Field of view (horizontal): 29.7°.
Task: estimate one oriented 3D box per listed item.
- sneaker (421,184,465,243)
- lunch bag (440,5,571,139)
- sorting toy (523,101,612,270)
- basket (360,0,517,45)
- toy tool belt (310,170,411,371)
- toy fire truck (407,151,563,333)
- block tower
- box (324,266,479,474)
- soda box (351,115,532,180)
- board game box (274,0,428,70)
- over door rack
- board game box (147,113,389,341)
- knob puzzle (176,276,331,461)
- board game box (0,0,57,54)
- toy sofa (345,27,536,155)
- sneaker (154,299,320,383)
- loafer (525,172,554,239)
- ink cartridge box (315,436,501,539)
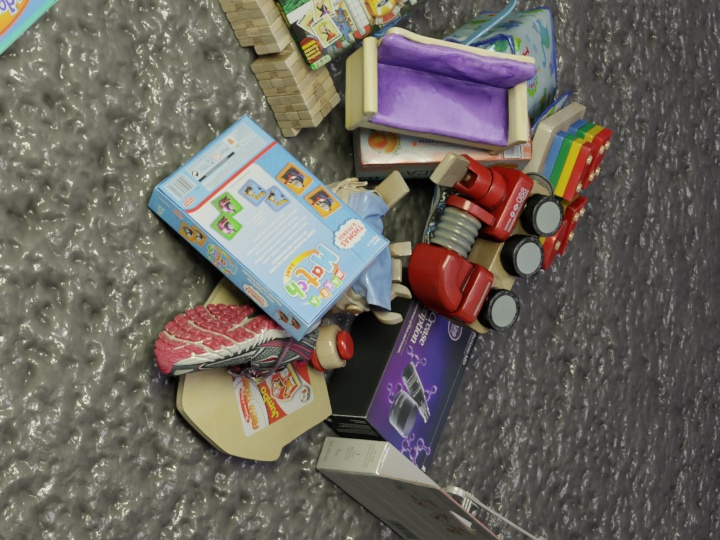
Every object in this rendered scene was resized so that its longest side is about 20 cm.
[{"bbox_3d":[0.115,-0.088,1.604,0.077,0.075,0.202,104,7,-82],"label":"sneaker"},{"bbox_3d":[0.183,-0.211,1.693,0.170,0.126,0.203,-40,127,-57],"label":"lunch bag"},{"bbox_3d":[0.248,-0.096,1.724,0.200,0.069,0.201,-34,145,-65],"label":"sorting toy"},{"bbox_3d":[0.056,-0.315,1.495,0.176,0.139,0.200,-39,110,8],"label":"basket"},{"bbox_3d":[0.000,0.000,1.441,0.125,0.121,0.203,25,59,-69],"label":"toy tool belt"},{"bbox_3d":[0.110,-0.046,1.463,0.199,0.128,0.178,31,83,-33],"label":"toy fire truck"},{"bbox_3d":[-0.088,-0.240,1.419,0.054,0.057,0.202,-50,128,-37],"label":"block tower"},{"bbox_3d":[0.048,0.117,1.575,0.141,0.078,0.202,50,54,-42],"label":"box"},{"bbox_3d":[0.091,-0.143,1.536,0.197,0.068,0.065,-2,78,-8],"label":"soda box"},{"bbox_3d":[0.010,-0.301,1.392,0.199,0.023,0.105,-32,116,-5],"label":"board game box"},{"bbox_3d":[0.157,0.378,1.706,0.199,0.066,0.149,30,66,-24],"label":"over door rack"},{"bbox_3d":[-0.088,-0.046,1.344,0.200,0.037,0.151,41,49,5],"label":"board game box"},{"bbox_3d":[-0.120,0.102,1.399,0.218,0.030,0.223,2,88,-49],"label":"knob puzzle"},{"bbox_3d":[-0.348,-0.265,1.102,0.153,0.045,0.201,-54,129,-36],"label":"board game box"},{"bbox_3d":[0.087,-0.185,1.431,0.197,0.097,0.084,8,76,-26],"label":"toy sofa"},{"bbox_3d":[-0.113,0.076,1.331,0.198,0.080,0.076,-11,119,-42],"label":"sneaker"},{"bbox_3d":[0.163,-0.027,1.628,0.072,0.201,0.063,36,23,1],"label":"loafer"},{"bbox_3d":[0.073,0.256,1.526,0.200,0.174,0.045,45,57,-42],"label":"ink cartridge box"}]
